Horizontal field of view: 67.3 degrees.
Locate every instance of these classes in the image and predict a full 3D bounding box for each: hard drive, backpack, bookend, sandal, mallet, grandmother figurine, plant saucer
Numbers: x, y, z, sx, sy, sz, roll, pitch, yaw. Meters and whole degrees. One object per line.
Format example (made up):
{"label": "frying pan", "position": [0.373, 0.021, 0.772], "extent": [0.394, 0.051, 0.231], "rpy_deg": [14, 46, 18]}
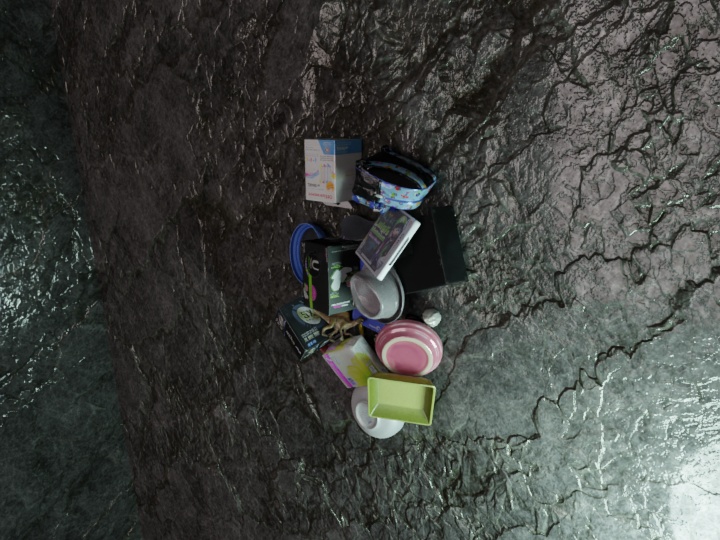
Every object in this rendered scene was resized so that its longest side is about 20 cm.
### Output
{"label": "hard drive", "position": [0.037, 0.076, 1.619], "extent": [0.130, 0.025, 0.205], "rpy_deg": [21, 115, 35]}
{"label": "backpack", "position": [0.096, -0.229, 1.447], "extent": [0.197, 0.182, 0.137], "rpy_deg": [24, 126, 20]}
{"label": "bookend", "position": [0.174, -0.049, 1.478], "extent": [0.198, 0.091, 0.204], "rpy_deg": [-18, 81, 50]}
{"label": "sandal", "position": [0.027, -0.118, 1.613], "extent": [0.196, 0.043, 0.078], "rpy_deg": [11, 85, 30]}
{"label": "mallet", "position": [0.009, 0.176, 1.724], "extent": [0.065, 0.041, 0.205], "rpy_deg": [6, 102, 41]}
{"label": "grandmother figurine", "position": [0.159, 0.175, 1.580], "extent": [0.121, 0.061, 0.200], "rpy_deg": [44, 126, -3]}
{"label": "plant saucer", "position": [0.137, 0.235, 1.553], "extent": [0.195, 0.051, 0.204], "rpy_deg": [6, 125, 9]}
{"label": "plant saucer", "position": [0.120, 0.370, 1.599], "extent": [0.195, 0.048, 0.203], "rpy_deg": [6, 134, 8]}

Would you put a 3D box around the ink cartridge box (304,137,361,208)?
{"label": "ink cartridge box", "position": [-0.080, -0.287, 1.609], "extent": [0.127, 0.124, 0.205], "rpy_deg": [12, 109, 38]}

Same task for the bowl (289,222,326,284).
{"label": "bowl", "position": [-0.166, -0.054, 1.783], "extent": [0.198, 0.039, 0.206], "rpy_deg": [8, 101, 50]}

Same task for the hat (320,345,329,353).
{"label": "hat", "position": [-0.125, 0.224, 1.853], "extent": [0.171, 0.166, 0.205], "rpy_deg": [2, 101, -6]}

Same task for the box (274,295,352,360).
{"label": "box", "position": [-0.148, 0.161, 1.736], "extent": [0.165, 0.198, 0.086], "rpy_deg": [55, 148, 15]}

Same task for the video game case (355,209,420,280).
{"label": "video game case", "position": [0.069, -0.087, 1.485], "extent": [0.183, 0.023, 0.200], "rpy_deg": [-55, 27, 8]}

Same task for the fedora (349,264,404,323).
{"label": "fedora", "position": [0.033, 0.060, 1.522], "extent": [0.202, 0.089, 0.178], "rpy_deg": [57, 135, 23]}

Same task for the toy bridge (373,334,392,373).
{"label": "toy bridge", "position": [0.088, 0.284, 1.662], "extent": [0.203, 0.027, 0.067], "rpy_deg": [65, 171, -12]}

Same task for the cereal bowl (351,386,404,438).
{"label": "cereal bowl", "position": [0.043, 0.447, 1.736], "extent": [0.197, 0.083, 0.205], "rpy_deg": [12, 108, 38]}

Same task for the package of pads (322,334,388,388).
{"label": "package of pads", "position": [-0.020, 0.288, 1.706], "extent": [0.156, 0.068, 0.199], "rpy_deg": [54, 144, -9]}

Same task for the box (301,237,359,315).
{"label": "box", "position": [-0.090, 0.013, 1.632], "extent": [0.147, 0.122, 0.205], "rpy_deg": [14, 108, 50]}

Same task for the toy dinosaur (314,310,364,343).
{"label": "toy dinosaur", "position": [-0.079, 0.165, 1.672], "extent": [0.196, 0.103, 0.058], "rpy_deg": [12, 155, 24]}

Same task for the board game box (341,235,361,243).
{"label": "board game box", "position": [0.000, 0.000, 1.676], "extent": [0.200, 0.040, 0.155], "rpy_deg": [44, 127, 23]}
